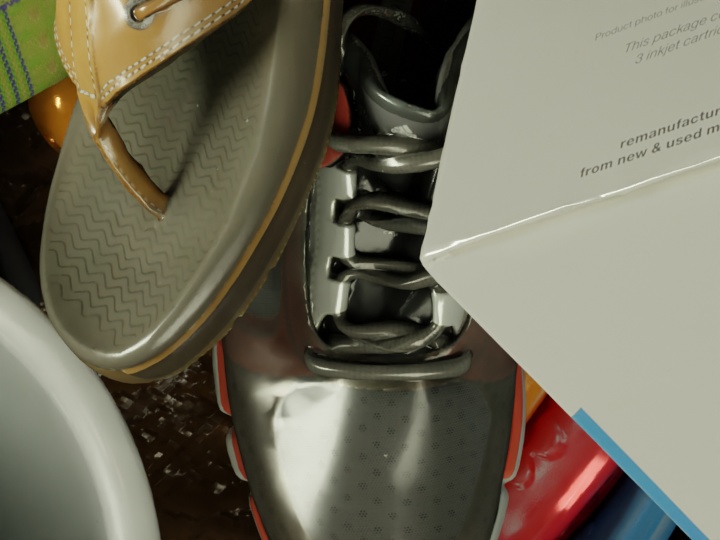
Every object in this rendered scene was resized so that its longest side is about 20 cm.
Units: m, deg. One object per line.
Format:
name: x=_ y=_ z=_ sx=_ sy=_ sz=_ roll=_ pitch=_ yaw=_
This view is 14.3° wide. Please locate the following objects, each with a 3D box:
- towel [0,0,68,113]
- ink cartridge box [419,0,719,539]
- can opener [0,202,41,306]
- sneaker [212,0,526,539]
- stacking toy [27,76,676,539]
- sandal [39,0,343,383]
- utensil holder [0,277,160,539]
towel: x=-0.092 y=-0.127 z=0.633 sx=0.143 sy=0.023 sz=0.201 roll=-32 pitch=132 yaw=-14
ink cartridge box: x=0.113 y=-0.058 z=0.640 sx=0.125 sy=0.201 sz=0.129 roll=-18 pitch=132 yaw=34
can opener: x=-0.109 y=-0.050 z=0.711 sx=0.066 sy=0.054 sz=0.201 roll=-13 pitch=131 yaw=8
sneaker: x=0.003 y=-0.016 z=0.661 sx=0.077 sy=0.082 sz=0.201 roll=0 pitch=87 yaw=0
stacking toy: x=0.000 y=0.000 z=0.744 sx=0.199 sy=0.116 sz=0.110 roll=33 pitch=79 yaw=-8
sandal: x=-0.034 y=-0.075 z=0.633 sx=0.054 sy=0.082 sz=0.201 roll=14 pitch=105 yaw=-39
utensil holder: x=-0.159 y=0.090 z=0.709 sx=0.169 sy=0.171 sz=0.200 roll=17 pitch=160 yaw=-18
